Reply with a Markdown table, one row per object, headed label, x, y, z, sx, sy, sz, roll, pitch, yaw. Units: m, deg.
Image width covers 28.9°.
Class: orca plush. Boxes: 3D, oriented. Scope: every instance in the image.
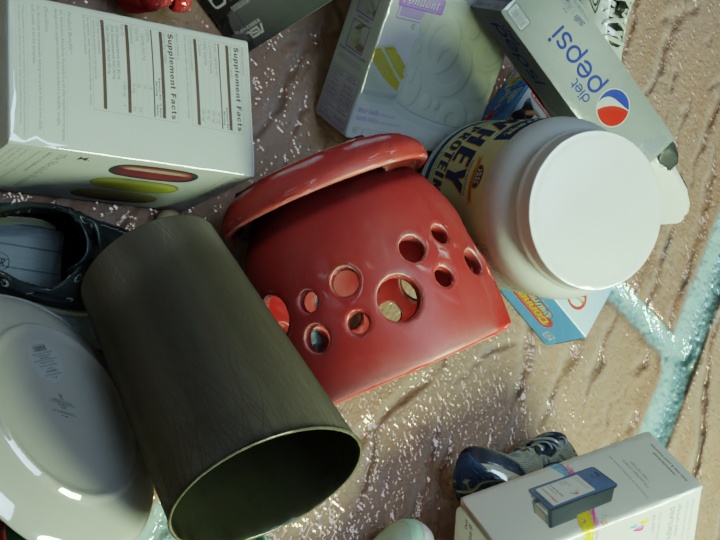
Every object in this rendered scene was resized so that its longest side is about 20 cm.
| label | x | y | z | sx | sy | sz | roll | pitch | yaw |
| --- | --- | --- | --- | --- | --- | --- | --- | --- | --- |
| orca plush | 0.230 | -0.101 | 1.341 | 0.197 | 0.071 | 0.106 | 6 | 120 | -26 |

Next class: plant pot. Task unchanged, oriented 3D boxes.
| label | x | y | z | sx | sy | sz | roll | pitch | yaw |
| --- | --- | --- | --- | --- | --- | --- | --- | --- | --- |
| plant pot | 0.000 | 0.000 | 1.111 | 0.199 | 0.200 | 0.185 | -17 | 85 | -38 |

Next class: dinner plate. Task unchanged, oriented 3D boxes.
| label | x | y | z | sx | sy | sz | roll | pitch | yaw |
| --- | --- | --- | --- | --- | --- | --- | --- | --- | --- |
| dinner plate | -0.206 | 0.099 | 0.950 | 0.200 | 0.024 | 0.201 | 44 | 25 | -26 |

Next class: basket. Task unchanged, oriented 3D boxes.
| label | x | y | z | sx | sy | sz | roll | pitch | yaw |
| --- | --- | --- | --- | --- | --- | --- | --- | --- | --- |
| basket | -0.109 | 0.073 | 0.996 | 0.201 | 0.136 | 0.180 | 58 | 15 | 26 |

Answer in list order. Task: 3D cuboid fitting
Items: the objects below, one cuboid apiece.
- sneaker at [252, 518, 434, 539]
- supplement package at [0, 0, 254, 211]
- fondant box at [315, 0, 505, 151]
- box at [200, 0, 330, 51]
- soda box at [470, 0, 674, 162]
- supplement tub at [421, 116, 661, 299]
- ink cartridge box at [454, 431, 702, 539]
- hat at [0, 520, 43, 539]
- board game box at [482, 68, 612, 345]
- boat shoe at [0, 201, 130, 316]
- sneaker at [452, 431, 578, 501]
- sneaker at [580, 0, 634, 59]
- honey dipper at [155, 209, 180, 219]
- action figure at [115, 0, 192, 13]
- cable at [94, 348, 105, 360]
| label | x | y | z | sx | sy | sz | roll | pitch | yaw |
| --- | --- | --- | --- | --- | --- | --- | --- | --- | --- |
| sneaker | -0.025 | 0.238 | 1.109 | 0.200 | 0.073 | 0.119 | -42 | 112 | -33 |
| supplement package | -0.190 | -0.119 | 1.041 | 0.198 | 0.113 | 0.111 | 5 | 75 | -36 |
| fondant box | 0.060 | -0.209 | 1.224 | 0.143 | 0.058 | 0.203 | 5 | 113 | -36 |
| box | -0.075 | -0.279 | 1.113 | 0.158 | 0.199 | 0.050 | 53 | 50 | -16 |
| soda box | 0.184 | -0.170 | 1.210 | 0.063 | 0.068 | 0.200 | -43 | 113 | -5 |
| supplement tub | 0.145 | -0.053 | 1.167 | 0.143 | 0.200 | 0.148 | -2 | 95 | -22 |
| ink cartridge box | 0.182 | 0.243 | 1.195 | 0.197 | 0.088 | 0.147 | -14 | 124 | -21 |
| hat | -0.199 | 0.203 | 0.890 | 0.201 | 0.175 | 0.166 | -58 | 136 | -19 |
| board game box | 0.182 | -0.069 | 1.355 | 0.200 | 0.056 | 0.197 | 49 | 56 | -19 |
| boat shoe | -0.224 | -0.014 | 1.021 | 0.197 | 0.066 | 0.076 | 13 | 70 | -35 |
| sneaker | 0.155 | 0.186 | 1.273 | 0.199 | 0.076 | 0.086 | 29 | 56 | -39 |
| sneaker | 0.254 | -0.275 | 1.448 | 0.071 | 0.072 | 0.203 | 15 | 72 | -36 |
| honey dipper | -0.135 | 0.051 | 1.099 | 0.038 | 0.038 | 0.203 | -4 | 78 | -38 |
| action figure | -0.211 | -0.262 | 1.084 | 0.198 | 0.065 | 0.101 | 18 | 86 | -34 |
| cable | -0.261 | 0.107 | 0.994 | 0.098 | 0.050 | 0.200 | 52 | 42 | -9 |
